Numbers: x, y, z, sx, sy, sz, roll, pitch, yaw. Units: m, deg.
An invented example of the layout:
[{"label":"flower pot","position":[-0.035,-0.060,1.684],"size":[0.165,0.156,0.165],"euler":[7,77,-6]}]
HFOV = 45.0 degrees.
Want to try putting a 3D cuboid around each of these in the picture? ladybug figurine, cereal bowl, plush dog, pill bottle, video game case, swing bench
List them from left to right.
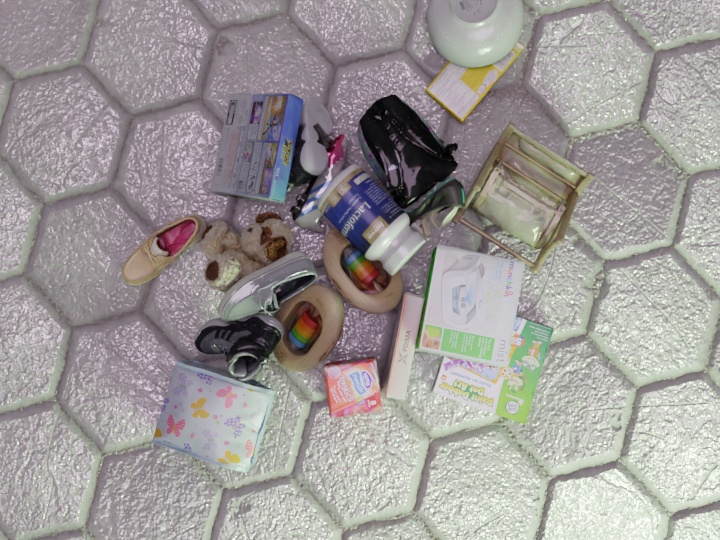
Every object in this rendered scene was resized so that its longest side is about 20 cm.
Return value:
[{"label":"plush dog","position":[-0.204,-0.030,1.688],"size":[0.171,0.201,0.161],"euler":[-37,122,8]},{"label":"video game case","position":[-0.203,-0.240,1.691],"size":[0.179,0.045,0.204],"euler":[10,88,42]},{"label":"ladybug figurine","position":[-0.097,0.111,1.683],"size":[0.136,0.072,0.201],"euler":[50,120,17]},{"label":"ladybug figurine","position":[0.000,0.000,1.711],"size":[0.135,0.072,0.201],"euler":[-33,82,-19]},{"label":"pill bottle","position":[0.022,-0.093,1.646],"size":[0.200,0.116,0.116],"euler":[45,88,7]},{"label":"cereal bowl","position":[0.226,-0.512,1.718],"size":[0.196,0.083,0.204],"euler":[-1,80,8]},{"label":"swing bench","position":[0.317,-0.143,1.691],"size":[0.197,0.130,0.201],"euler":[32,58,2]}]

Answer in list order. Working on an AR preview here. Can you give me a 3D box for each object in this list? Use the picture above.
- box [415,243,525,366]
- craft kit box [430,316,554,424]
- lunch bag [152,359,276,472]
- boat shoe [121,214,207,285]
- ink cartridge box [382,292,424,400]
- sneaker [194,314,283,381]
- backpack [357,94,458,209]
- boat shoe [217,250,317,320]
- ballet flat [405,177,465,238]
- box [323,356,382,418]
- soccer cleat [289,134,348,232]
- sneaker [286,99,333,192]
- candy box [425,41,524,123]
[{"label":"box","position":[0.208,0.070,1.664],"size":[0.173,0.097,0.204],"euler":[12,84,1]},{"label":"craft kit box","position":[0.261,0.178,1.729],"size":[0.197,0.049,0.201],"euler":[17,90,1]},{"label":"lunch bag","position":[-0.276,0.282,1.682],"size":[0.197,0.127,0.173],"euler":[15,87,11]},{"label":"boat shoe","position":[-0.396,-0.046,1.721],"size":[0.199,0.069,0.074],"euler":[-40,88,-2]},{"label":"ink cartridge box","position":[0.082,0.145,1.662],"size":[0.044,0.176,0.204],"euler":[11,88,0]},{"label":"sneaker","position":[-0.245,0.150,1.643],"size":[0.197,0.115,0.076],"euler":[-11,128,26]},{"label":"backpack","position":[0.075,-0.237,1.704],"size":[0.166,0.127,0.201],"euler":[-37,87,-13]},{"label":"boat shoe","position":[-0.170,0.040,1.608],"size":[0.199,0.070,0.072],"euler":[-32,53,-7]},{"label":"ballet flat","position":[0.127,-0.104,1.676],"size":[0.067,0.199,0.069],"euler":[-14,76,-43]},{"label":"box","position":[-0.013,0.218,1.647],"size":[0.101,0.200,0.097],"euler":[-8,86,-2]},{"label":"soccer cleat","position":[-0.064,-0.170,1.736],"size":[0.086,0.070,0.202],"euler":[30,88,-17]},{"label":"sneaker","position":[-0.117,-0.245,1.714],"size":[0.075,0.202,0.113],"euler":[31,132,-30]},{"label":"candy box","position":[0.231,-0.406,1.759],"size":[0.102,0.026,0.201],"euler":[40,88,5]}]
